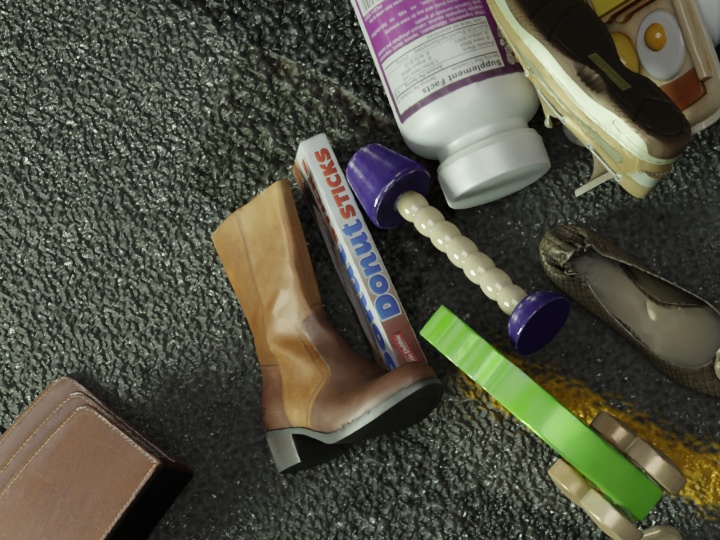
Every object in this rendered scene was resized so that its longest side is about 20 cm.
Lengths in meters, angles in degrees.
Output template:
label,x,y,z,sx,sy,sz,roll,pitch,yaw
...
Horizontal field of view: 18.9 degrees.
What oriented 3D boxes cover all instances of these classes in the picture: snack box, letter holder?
label,x,y,z,sx,sy,sz,roll,pitch,yaw
snack box,0.000,0.000,1.617,0.024,0.072,0.201,-21,79,-13
letter holder,-0.247,0.186,1.611,0.142,0.101,0.201,36,88,13

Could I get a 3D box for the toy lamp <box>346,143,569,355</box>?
label,x,y,z,sx,sy,sz,roll,pitch,yaw
toy lamp,0.064,-0.021,1.550,0.058,0.058,0.200,-46,59,-1

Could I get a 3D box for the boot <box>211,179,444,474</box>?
label,x,y,z,sx,sy,sz,roll,pitch,yaw
boot,-0.026,0.030,1.584,0.068,0.188,0.202,-8,77,-33

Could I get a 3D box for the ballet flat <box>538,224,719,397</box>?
label,x,y,z,sx,sy,sz,roll,pitch,yaw
ballet flat,0.217,0.029,1.597,0.199,0.046,0.068,36,88,11

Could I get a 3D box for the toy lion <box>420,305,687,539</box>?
label,x,y,z,sx,sy,sz,roll,pitch,yaw
toy lion,0.124,0.097,1.529,0.191,0.200,0.069,41,90,-8

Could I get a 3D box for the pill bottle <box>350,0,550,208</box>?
label,x,y,z,sx,sy,sz,roll,pitch,yaw
pill bottle,0.069,-0.154,1.611,0.111,0.112,0.202,-21,80,4

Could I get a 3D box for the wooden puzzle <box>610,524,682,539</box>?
label,x,y,z,sx,sy,sz,roll,pitch,yaw
wooden puzzle,0.172,0.304,1.571,0.183,0.037,0.202,-18,85,5

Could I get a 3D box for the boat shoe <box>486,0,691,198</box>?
label,x,y,z,sx,sy,sz,roll,pitch,yaw
boat shoe,0.148,-0.133,1.543,0.071,0.076,0.201,-15,57,-36

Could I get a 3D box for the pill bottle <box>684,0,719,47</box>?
label,x,y,z,sx,sy,sz,roll,pitch,yaw
pill bottle,0.335,-0.212,1.584,0.198,0.112,0.113,-3,81,6

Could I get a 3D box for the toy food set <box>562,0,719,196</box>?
label,x,y,z,sx,sy,sz,roll,pitch,yaw
toy food set,0.178,-0.172,1.583,0.060,0.143,0.202,-10,77,-39
